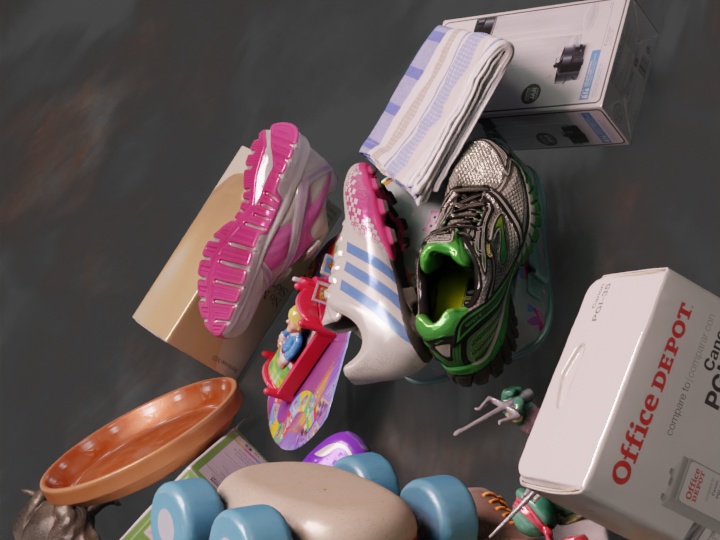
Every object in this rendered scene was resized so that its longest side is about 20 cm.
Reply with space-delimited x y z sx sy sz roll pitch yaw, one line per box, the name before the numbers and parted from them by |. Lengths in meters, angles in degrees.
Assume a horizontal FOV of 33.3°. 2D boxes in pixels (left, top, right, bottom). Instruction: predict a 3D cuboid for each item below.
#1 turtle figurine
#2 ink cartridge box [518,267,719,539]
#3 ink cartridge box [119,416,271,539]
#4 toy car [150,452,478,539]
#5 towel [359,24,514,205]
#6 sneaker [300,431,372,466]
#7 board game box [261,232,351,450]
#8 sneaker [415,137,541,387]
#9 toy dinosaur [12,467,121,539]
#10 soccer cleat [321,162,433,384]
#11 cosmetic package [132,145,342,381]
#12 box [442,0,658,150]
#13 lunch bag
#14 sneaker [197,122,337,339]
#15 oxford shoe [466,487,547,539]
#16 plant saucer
turtle figurine | 0.154 0.119 0.842 0.200 0.101 0.150 -41 22 -11
ink cartridge box | 0.217 0.108 0.738 0.147 0.199 0.083 -66 15 -12
ink cartridge box | -0.135 0.201 1.049 0.059 0.200 0.104 43 99 2
toy car | -0.034 0.245 0.843 0.176 0.183 0.201 5 96 55
towel | 0.059 -0.141 1.027 0.147 0.024 0.200 -60 19 7
sneaker | -0.064 0.217 0.976 0.069 0.099 0.201 37 93 28
board game box | -0.056 0.055 1.065 0.158 0.039 0.201 -6 66 67
sneaker | 0.086 -0.020 0.910 0.078 0.085 0.201 -9 56 27
toy dinosaur | -0.304 0.246 1.187 0.199 0.077 0.103 14 60 40
soccer cleat | 0.000 0.000 0.969 0.086 0.070 0.201 -23 54 12
cosmetic package | -0.118 -0.006 1.168 0.071 0.105 0.201 26 84 48
box | 0.152 -0.170 1.073 0.199 0.060 0.117 2 66 41
lunch bag | 0.085 -0.005 1.015 0.160 0.077 0.201 -19 54 29
sneaker | -0.076 -0.026 1.091 0.081 0.088 0.201 27 92 51
oxford shoe | 0.096 0.195 0.888 0.199 0.071 0.073 -1 60 40
plant saucer | -0.197 0.160 1.109 0.199 0.032 0.200 -25 10 5
